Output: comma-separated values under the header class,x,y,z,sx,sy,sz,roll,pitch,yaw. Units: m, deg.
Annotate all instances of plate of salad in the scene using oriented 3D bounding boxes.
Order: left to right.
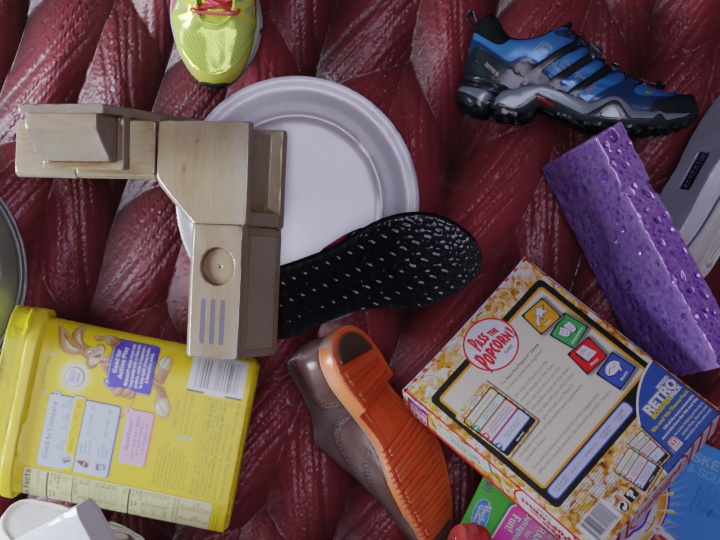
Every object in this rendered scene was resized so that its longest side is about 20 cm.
class,x,y,z,sx,sy,sz,roll,pitch,yaw
plate of salad,-0.051,-0.056,1.279,0.197,0.048,0.203,0,99,3

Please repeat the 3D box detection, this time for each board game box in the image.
class,x,y,z,sx,sy,sz,roll,pitch,yaw
board game box,0.155,0.108,1.224,0.200,0.046,0.152,40,75,20
board game box,0.196,0.186,1.233,0.198,0.040,0.154,23,70,15

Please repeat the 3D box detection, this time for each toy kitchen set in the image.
class,x,y,z,sx,sy,sz,roll,pitch,yaw
toy kitchen set,-0.179,-0.030,1.191,0.197,0.163,0.183,3,91,20

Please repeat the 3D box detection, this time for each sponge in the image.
class,x,y,z,sx,sy,sz,roll,pitch,yaw
sponge,0.219,-0.011,1.250,0.030,0.111,0.202,-28,89,-20

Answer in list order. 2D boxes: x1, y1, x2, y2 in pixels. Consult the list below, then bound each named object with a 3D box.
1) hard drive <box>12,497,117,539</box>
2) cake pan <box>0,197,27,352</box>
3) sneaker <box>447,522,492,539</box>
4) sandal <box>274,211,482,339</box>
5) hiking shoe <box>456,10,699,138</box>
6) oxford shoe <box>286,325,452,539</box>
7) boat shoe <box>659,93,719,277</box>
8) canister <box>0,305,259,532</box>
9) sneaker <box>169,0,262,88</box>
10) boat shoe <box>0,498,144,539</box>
class,x,y,z,sx,sy,sz,roll,pitch,yaw
hard drive,-0.244,0.270,1.219,0.199,0.026,0.133,-30,88,35
cake pan,-0.372,0.003,1.276,0.197,0.037,0.203,0,88,-1
sneaker,0.134,0.282,1.205,0.114,0.078,0.203,-12,99,-9
sandal,0.000,0.000,1.246,0.198,0.045,0.076,-16,103,16
hiking shoe,0.179,-0.157,1.273,0.197,0.074,0.088,8,89,-1
oxford shoe,0.010,0.140,1.274,0.072,0.071,0.202,-20,101,39
boat shoe,0.307,-0.081,1.284,0.070,0.071,0.201,35,83,-27
canister,-0.189,0.120,1.252,0.197,0.087,0.151,12,88,-2
sneaker,-0.116,-0.249,1.263,0.077,0.090,0.203,2,89,-3
boat shoe,-0.201,0.226,1.236,0.198,0.070,0.071,23,61,13
